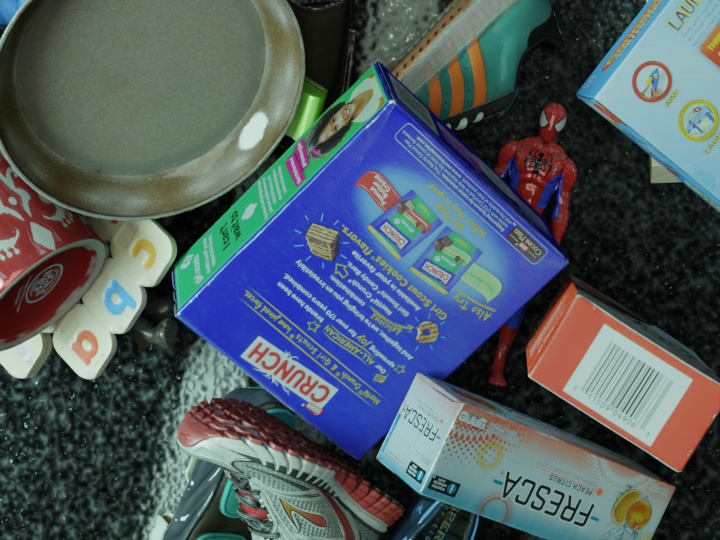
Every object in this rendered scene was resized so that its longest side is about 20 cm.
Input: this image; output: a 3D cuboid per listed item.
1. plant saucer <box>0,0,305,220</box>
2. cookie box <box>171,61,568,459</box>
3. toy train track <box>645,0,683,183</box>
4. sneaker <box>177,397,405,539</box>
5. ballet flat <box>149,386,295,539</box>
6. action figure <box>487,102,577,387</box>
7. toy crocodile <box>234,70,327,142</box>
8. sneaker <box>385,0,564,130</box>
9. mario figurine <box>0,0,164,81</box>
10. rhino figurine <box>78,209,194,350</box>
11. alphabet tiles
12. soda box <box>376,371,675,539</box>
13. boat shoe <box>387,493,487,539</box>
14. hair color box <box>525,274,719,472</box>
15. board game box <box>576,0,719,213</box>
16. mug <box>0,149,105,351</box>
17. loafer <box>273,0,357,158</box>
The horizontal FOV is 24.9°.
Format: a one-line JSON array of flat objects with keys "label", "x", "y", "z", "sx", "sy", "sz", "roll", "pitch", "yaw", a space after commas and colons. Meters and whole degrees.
[{"label": "plant saucer", "x": -0.134, "y": -0.121, "z": 1.020, "sx": 0.199, "sy": 0.032, "sz": 0.201, "roll": -13, "pitch": 131, "yaw": -15}, {"label": "cookie box", "x": 0.003, "y": -0.003, "z": 1.072, "sx": 0.200, "sy": 0.075, "sz": 0.171, "roll": -44, "pitch": 113, "yaw": 13}, {"label": "toy train track", "x": 0.213, "y": -0.161, "z": 1.137, "sx": 0.114, "sy": 0.033, "sz": 0.201, "roll": -1, "pitch": 93, "yaw": 4}, {"label": "sneaker", "x": -0.051, "y": 0.152, "z": 1.095, "sx": 0.200, "sy": 0.078, "sz": 0.082, "roll": 38, "pitch": 88, "yaw": -40}, {"label": "ballet flat", "x": -0.107, "y": 0.172, "z": 1.157, "sx": 0.073, "sy": 0.073, "sz": 0.201, "roll": 24, "pitch": 95, "yaw": 3}, {"label": "action figure", "x": 0.108, "y": -0.021, "z": 1.144, "sx": 0.065, "sy": 0.052, "sz": 0.201, "roll": 17, "pitch": 91, "yaw": 8}, {"label": "toy crocodile", "x": -0.098, "y": -0.147, "z": 1.115, "sx": 0.200, "sy": 0.062, "sz": 0.068, "roll": 40, "pitch": 125, "yaw": 30}, {"label": "sneaker", "x": 0.061, "y": -0.121, "z": 1.118, "sx": 0.200, "sy": 0.071, "sz": 0.080, "roll": -44, "pitch": 108, "yaw": -8}, {"label": "mario figurine", "x": -0.204, "y": -0.178, "z": 1.087, "sx": 0.200, "sy": 0.124, "sz": 0.106, "roll": 27, "pitch": 55, "yaw": 37}, {"label": "rhino figurine", "x": -0.162, "y": -0.046, "z": 1.151, "sx": 0.087, "sy": 0.060, "sz": 0.201, "roll": 2, "pitch": 90, "yaw": 22}, {"label": "alphabet tiles", "x": -0.213, "y": -0.029, "z": 1.137, "sx": 0.196, "sy": 0.015, "sz": 0.200, "roll": 43, "pitch": 108, "yaw": 26}, {"label": "soda box", "x": 0.113, "y": 0.136, "z": 1.092, "sx": 0.200, "sy": 0.064, "sz": 0.069, "roll": 24, "pitch": 93, "yaw": -31}, {"label": "boat shoe", "x": 0.026, "y": 0.229, "z": 1.145, "sx": 0.084, "sy": 0.069, "sz": 0.201, "roll": 19, "pitch": 93, "yaw": 3}, {"label": "hair color box", "x": 0.169, "y": 0.061, "z": 1.063, "sx": 0.111, "sy": 0.200, "sz": 0.064, "roll": 32, "pitch": 95, "yaw": 2}, {"label": "board game box", "x": 0.285, "y": -0.135, "z": 1.102, "sx": 0.196, "sy": 0.056, "sz": 0.200, "roll": 38, "pitch": 94, "yaw": -10}, {"label": "mug", "x": -0.270, "y": -0.047, "z": 1.106, "sx": 0.133, "sy": 0.178, "sz": 0.200, "roll": -41, "pitch": 75, "yaw": -10}, {"label": "loafer", "x": -0.039, "y": -0.172, "z": 1.133, "sx": 0.073, "sy": 0.071, "sz": 0.201, "roll": 2, "pitch": 93, "yaw": 4}]
